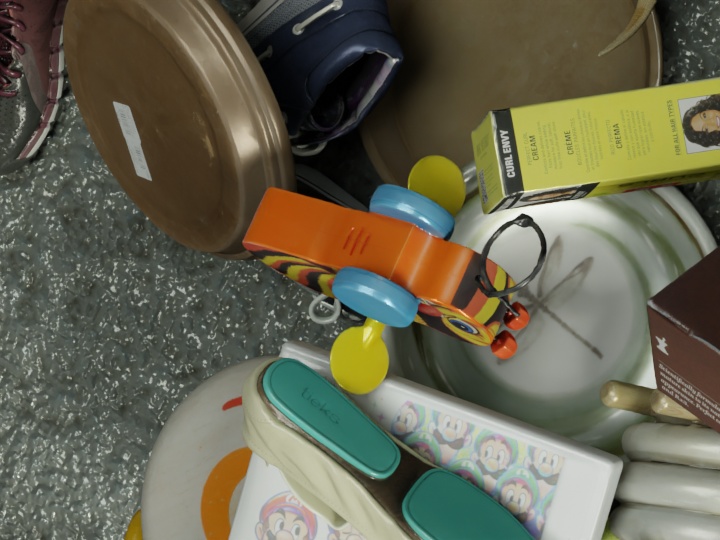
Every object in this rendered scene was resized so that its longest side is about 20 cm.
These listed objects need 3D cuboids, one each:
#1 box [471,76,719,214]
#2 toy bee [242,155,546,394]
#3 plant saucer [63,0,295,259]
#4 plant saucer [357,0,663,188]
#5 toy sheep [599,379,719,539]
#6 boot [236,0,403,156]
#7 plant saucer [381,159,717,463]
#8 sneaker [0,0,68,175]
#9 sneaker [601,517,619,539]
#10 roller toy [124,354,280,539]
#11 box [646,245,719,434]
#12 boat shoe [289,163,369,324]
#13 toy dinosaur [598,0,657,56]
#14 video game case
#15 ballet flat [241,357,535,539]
[{"bbox_3d":[0.163,-0.071,1.511,0.199,0.075,0.050,-9,84,-8],"label":"box"},{"bbox_3d":[0.034,0.014,1.495,0.131,0.109,0.200,-49,44,0],"label":"toy bee"},{"bbox_3d":[-0.109,-0.092,1.611,0.200,0.029,0.201,40,147,32],"label":"plant saucer"},{"bbox_3d":[0.087,-0.115,1.633,0.199,0.029,0.201,-1,87,29],"label":"plant saucer"},{"bbox_3d":[0.191,0.127,1.510,0.137,0.138,0.201,9,88,28],"label":"toy sheep"},{"bbox_3d":[-0.053,-0.097,1.658,0.200,0.072,0.091,-48,41,31],"label":"boot"},{"bbox_3d":[0.107,0.025,1.579,0.199,0.050,0.202,0,98,-2],"label":"plant saucer"},{"bbox_3d":[-0.234,-0.161,1.758,0.075,0.115,0.201,19,97,27],"label":"sneaker"},{"bbox_3d":[0.148,0.228,1.562,0.090,0.078,0.201,-24,77,23],"label":"sneaker"},{"bbox_3d":[-0.030,0.138,1.624,0.199,0.140,0.183,25,99,27],"label":"roller toy"},{"bbox_3d":[0.253,0.009,1.444,0.200,0.075,0.100,-34,49,-22],"label":"box"},{"bbox_3d":[0.001,-0.003,1.646,0.199,0.068,0.074,36,119,25],"label":"boat shoe"},{"bbox_3d":[0.178,-0.210,1.572,0.101,0.058,0.201,-15,63,32],"label":"toy dinosaur"},{"bbox_3d":[0.024,0.155,1.516,0.199,0.024,0.183,19,100,20],"label":"video game case"},{"bbox_3d":[0.015,0.124,1.476,0.200,0.069,0.070,40,107,12],"label":"ballet flat"}]
